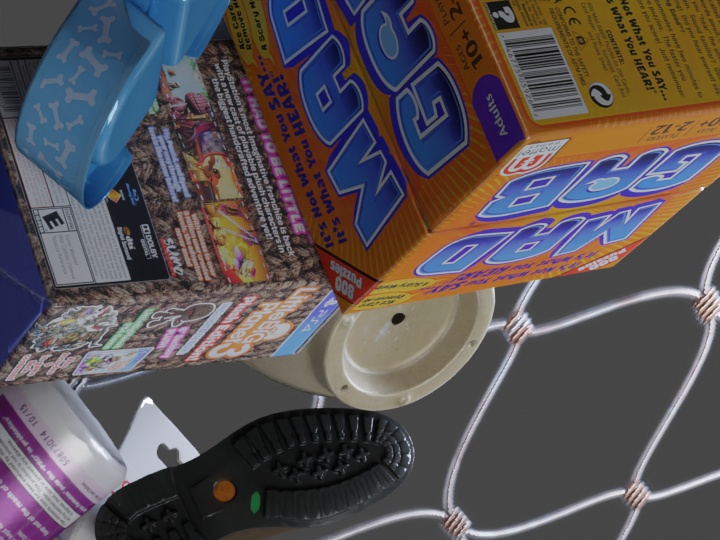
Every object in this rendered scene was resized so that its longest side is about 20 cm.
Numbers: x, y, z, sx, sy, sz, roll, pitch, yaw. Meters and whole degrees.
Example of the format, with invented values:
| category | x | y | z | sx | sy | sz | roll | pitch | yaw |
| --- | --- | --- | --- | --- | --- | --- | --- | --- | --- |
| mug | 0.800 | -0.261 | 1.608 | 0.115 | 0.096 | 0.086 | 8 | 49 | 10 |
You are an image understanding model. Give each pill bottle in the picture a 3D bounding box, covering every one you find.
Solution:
| category | x | y | z | sx | sy | sz | roll | pitch | yaw |
| --- | --- | --- | --- | --- | --- | --- | --- | --- | --- |
| pill bottle | -0.247 | 0.141 | 1.746 | 0.200 | 0.112 | 0.112 | -39 | 139 | -2 |

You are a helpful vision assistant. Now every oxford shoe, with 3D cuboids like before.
| category | x | y | z | sx | sy | sz | roll | pitch | yaw |
| --- | --- | --- | --- | --- | --- | --- | --- | --- | --- |
| oxford shoe | -0.065 | 0.132 | 1.790 | 0.199 | 0.073 | 0.084 | -15 | 171 | -4 |

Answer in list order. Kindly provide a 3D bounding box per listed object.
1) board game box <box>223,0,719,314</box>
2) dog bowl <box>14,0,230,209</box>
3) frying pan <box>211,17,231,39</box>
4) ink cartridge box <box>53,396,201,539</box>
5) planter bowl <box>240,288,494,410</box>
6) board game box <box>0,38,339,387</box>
| category | x | y | z | sx | sy | sz | roll | pitch | yaw |
| --- | --- | --- | --- | --- | --- | --- | --- | --- | --- |
| board game box | 0.079 | -0.120 | 1.606 | 0.199 | 0.201 | 0.200 | -9 | 158 | -35 |
| dog bowl | -0.118 | -0.126 | 1.549 | 0.200 | 0.049 | 0.112 | -59 | 173 | -30 |
| frying pan | -0.086 | -0.183 | 1.645 | 0.115 | 0.031 | 0.190 | -41 | 142 | -1 |
| ink cartridge box | -0.176 | 0.183 | 1.833 | 0.201 | 0.067 | 0.117 | -64 | 145 | -22 |
| planter bowl | 0.000 | 0.000 | 1.789 | 0.199 | 0.135 | 0.201 | -21 | 137 | -21 |
| board game box | -0.122 | -0.035 | 1.630 | 0.199 | 0.160 | 0.097 | -5 | 154 | -33 |
